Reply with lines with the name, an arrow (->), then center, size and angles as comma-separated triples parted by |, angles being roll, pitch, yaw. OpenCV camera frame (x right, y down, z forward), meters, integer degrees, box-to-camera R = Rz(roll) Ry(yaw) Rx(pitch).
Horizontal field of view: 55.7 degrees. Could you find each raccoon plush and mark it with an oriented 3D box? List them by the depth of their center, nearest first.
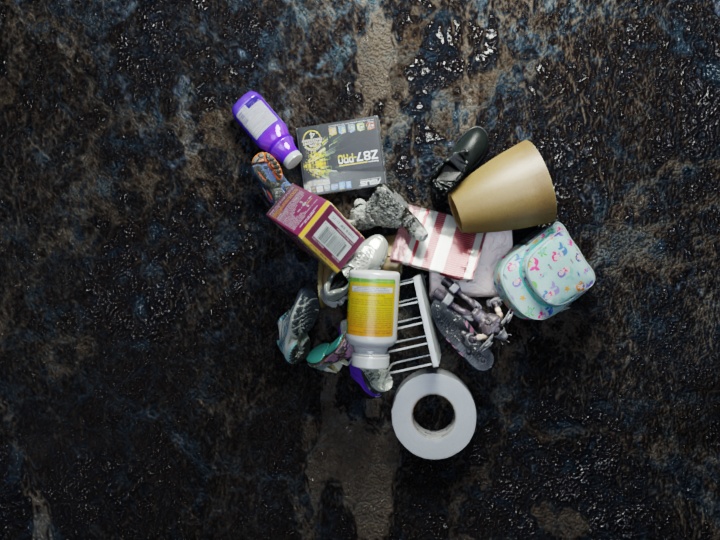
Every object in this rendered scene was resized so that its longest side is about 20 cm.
raccoon plush -> 0.048, -0.105, 1.539 | 0.134, 0.096, 0.201 | -46, 45, 16

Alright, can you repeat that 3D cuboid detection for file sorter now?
file sorter -> 0.103, 0.120, 1.559 | 0.123, 0.139, 0.203 | -12, 91, 9

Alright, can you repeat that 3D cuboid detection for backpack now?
backpack -> 0.402, 0.012, 1.508 | 0.199, 0.151, 0.179 | -33, 91, -1

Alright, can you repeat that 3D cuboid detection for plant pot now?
plant pot -> 0.298, -0.161, 1.490 | 0.198, 0.186, 0.189 | -20, 90, 0

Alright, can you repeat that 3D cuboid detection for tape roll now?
tape roll -> 0.171, 0.334, 1.596 | 0.197, 0.066, 0.204 | 0, 93, 5

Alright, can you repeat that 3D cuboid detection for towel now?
towel -> 0.178, -0.062, 1.547 | 0.197, 0.023, 0.146 | 16, 73, 13
towel -> 0.256, -0.034, 1.589 | 0.197, 0.032, 0.194 | -2, 91, 6

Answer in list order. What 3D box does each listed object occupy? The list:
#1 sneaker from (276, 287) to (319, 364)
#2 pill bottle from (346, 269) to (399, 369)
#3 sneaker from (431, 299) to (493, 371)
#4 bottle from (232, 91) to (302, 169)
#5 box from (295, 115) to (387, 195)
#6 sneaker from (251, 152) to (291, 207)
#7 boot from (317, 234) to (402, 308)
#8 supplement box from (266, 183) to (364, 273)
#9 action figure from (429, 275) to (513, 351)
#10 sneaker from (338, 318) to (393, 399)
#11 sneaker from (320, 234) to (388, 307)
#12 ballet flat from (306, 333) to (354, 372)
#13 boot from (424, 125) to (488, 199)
sneaker -> -0.159, 0.119, 1.586 | 0.086, 0.077, 0.202 | 37, 124, 34
pill bottle -> 0.025, 0.102, 1.448 | 0.109, 0.111, 0.203 | 3, 92, 5
sneaker -> 0.233, 0.152, 1.581 | 0.070, 0.082, 0.201 | -35, 72, 2
bottle -> -0.214, -0.324, 1.590 | 0.083, 0.065, 0.200 | -42, 77, 5
box -> -0.043, -0.267, 1.600 | 0.197, 0.049, 0.164 | -6, 95, 6
sneaker -> -0.192, -0.188, 1.611 | 0.075, 0.078, 0.202 | -30, 106, -12
boot -> 0.000, 0.000, 1.586 | 0.197, 0.066, 0.178 | 0, 78, 5
supplement box -> -0.102, -0.097, 1.516 | 0.104, 0.200, 0.131 | -51, 126, -5
action figure -> 0.254, 0.094, 1.520 | 0.199, 0.070, 0.130 | 39, 72, 12
sneaker -> -0.008, 0.215, 1.606 | 0.202, 0.069, 0.100 | 61, 141, 21
sneaker -> -0.011, -0.004, 1.519 | 0.075, 0.081, 0.200 | 40, 79, 13
ballet flat -> -0.059, 0.198, 1.566 | 0.071, 0.200, 0.070 | 38, 58, -12
boot -> 0.220, -0.245, 1.518 | 0.073, 0.162, 0.199 | 40, 95, 2
